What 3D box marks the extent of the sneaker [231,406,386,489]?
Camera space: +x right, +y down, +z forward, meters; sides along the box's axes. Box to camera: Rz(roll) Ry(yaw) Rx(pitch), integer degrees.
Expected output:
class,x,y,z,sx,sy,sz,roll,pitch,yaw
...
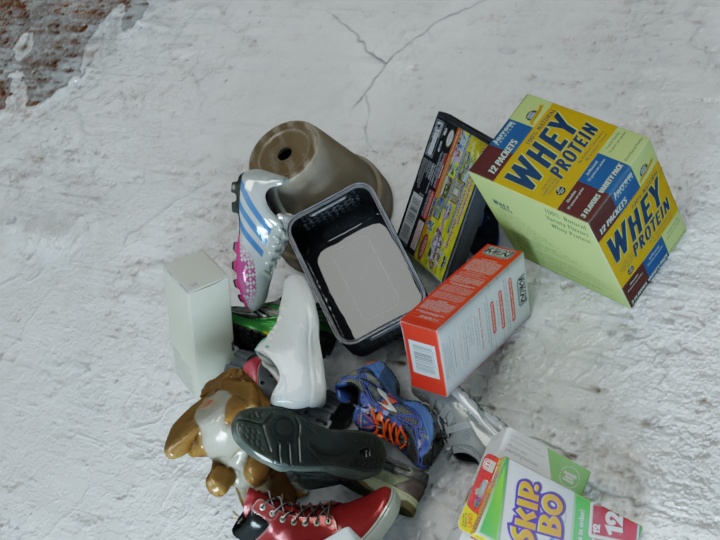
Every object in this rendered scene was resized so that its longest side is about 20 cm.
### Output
class,x,y,z,sx,sy,sz,roll,pitch,yaw
sneaker,-0.079,0.222,1.523,0.114,0.198,0.077,-35,48,51

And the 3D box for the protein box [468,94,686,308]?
class,x,y,z,sx,sy,sz,roll,pitch,yaw
protein box,0.279,-0.089,1.599,0.198,0.200,0.135,28,75,40

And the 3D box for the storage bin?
class,x,y,z,sx,sy,sz,roll,pitch,yaw
storage bin,0.000,0.000,1.716,0.134,0.094,0.201,-28,72,3

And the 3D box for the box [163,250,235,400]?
class,x,y,z,sx,sy,sz,roll,pitch,yaw
box,-0.225,0.079,1.768,0.068,0.201,0.082,-22,44,-27

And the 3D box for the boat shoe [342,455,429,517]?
class,x,y,z,sx,sy,sz,roll,pitch,yaw
boat shoe,0.003,0.248,1.614,0.200,0.072,0.066,24,67,33

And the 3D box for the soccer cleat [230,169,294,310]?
class,x,y,z,sx,sy,sz,roll,pitch,yaw
soccer cleat,-0.132,-0.040,1.743,0.086,0.202,0.070,2,14,13

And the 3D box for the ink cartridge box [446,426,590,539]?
class,x,y,z,sx,sy,sz,roll,pitch,yaw
ink cartridge box,0.172,0.299,1.442,0.116,0.067,0.201,28,70,-3

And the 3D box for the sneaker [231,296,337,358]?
class,x,y,z,sx,sy,sz,roll,pitch,yaw
sneaker,-0.119,0.075,1.807,0.198,0.078,0.086,4,53,22

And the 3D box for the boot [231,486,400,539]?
class,x,y,z,sx,sy,sz,roll,pitch,yaw
boot,-0.060,0.297,1.530,0.200,0.144,0.073,-39,13,21

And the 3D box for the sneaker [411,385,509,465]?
class,x,y,z,sx,sy,sz,roll,pitch,yaw
sneaker,0.122,0.197,1.574,0.082,0.075,0.200,-50,46,-4

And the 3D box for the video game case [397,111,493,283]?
class,x,y,z,sx,sy,sz,roll,pitch,yaw
video game case,0.119,-0.100,1.713,0.181,0.025,0.202,45,119,62

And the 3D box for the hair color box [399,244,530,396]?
class,x,y,z,sx,sy,sz,roll,pitch,yaw
hair color box,0.137,0.060,1.591,0.061,0.102,0.200,14,37,37

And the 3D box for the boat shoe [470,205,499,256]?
class,x,y,z,sx,sy,sz,roll,pitch,yaw
boat shoe,0.159,-0.115,1.774,0.084,0.069,0.201,-26,49,11

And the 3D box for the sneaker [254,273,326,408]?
class,x,y,z,sx,sy,sz,roll,pitch,yaw
sneaker,-0.100,0.091,1.679,0.088,0.075,0.201,-5,55,-8

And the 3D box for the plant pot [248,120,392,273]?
class,x,y,z,sx,sy,sz,roll,pitch,yaw
plant pot,-0.074,-0.124,1.845,0.198,0.174,0.201,-15,51,19

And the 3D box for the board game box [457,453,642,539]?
class,x,y,z,sx,sy,sz,roll,pitch,yaw
board game box,0.213,0.288,1.407,0.199,0.030,0.096,27,69,-3

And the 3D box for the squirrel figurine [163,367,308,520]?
class,x,y,z,sx,sy,sz,roll,pitch,yaw
squirrel figurine,-0.146,0.237,1.652,0.141,0.187,0.200,-31,20,8

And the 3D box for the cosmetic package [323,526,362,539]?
class,x,y,z,sx,sy,sz,roll,pitch,yaw
cosmetic package,-0.016,0.427,1.407,0.164,0.200,0.165,-31,48,5

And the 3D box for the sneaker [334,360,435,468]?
class,x,y,z,sx,sy,sz,roll,pitch,yaw
sneaker,0.032,0.193,1.612,0.078,0.076,0.200,-12,31,-26

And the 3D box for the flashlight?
class,x,y,z,sx,sy,sz,roll,pitch,yaw
flashlight,-0.098,0.168,1.732,0.199,0.068,0.068,17,87,33
